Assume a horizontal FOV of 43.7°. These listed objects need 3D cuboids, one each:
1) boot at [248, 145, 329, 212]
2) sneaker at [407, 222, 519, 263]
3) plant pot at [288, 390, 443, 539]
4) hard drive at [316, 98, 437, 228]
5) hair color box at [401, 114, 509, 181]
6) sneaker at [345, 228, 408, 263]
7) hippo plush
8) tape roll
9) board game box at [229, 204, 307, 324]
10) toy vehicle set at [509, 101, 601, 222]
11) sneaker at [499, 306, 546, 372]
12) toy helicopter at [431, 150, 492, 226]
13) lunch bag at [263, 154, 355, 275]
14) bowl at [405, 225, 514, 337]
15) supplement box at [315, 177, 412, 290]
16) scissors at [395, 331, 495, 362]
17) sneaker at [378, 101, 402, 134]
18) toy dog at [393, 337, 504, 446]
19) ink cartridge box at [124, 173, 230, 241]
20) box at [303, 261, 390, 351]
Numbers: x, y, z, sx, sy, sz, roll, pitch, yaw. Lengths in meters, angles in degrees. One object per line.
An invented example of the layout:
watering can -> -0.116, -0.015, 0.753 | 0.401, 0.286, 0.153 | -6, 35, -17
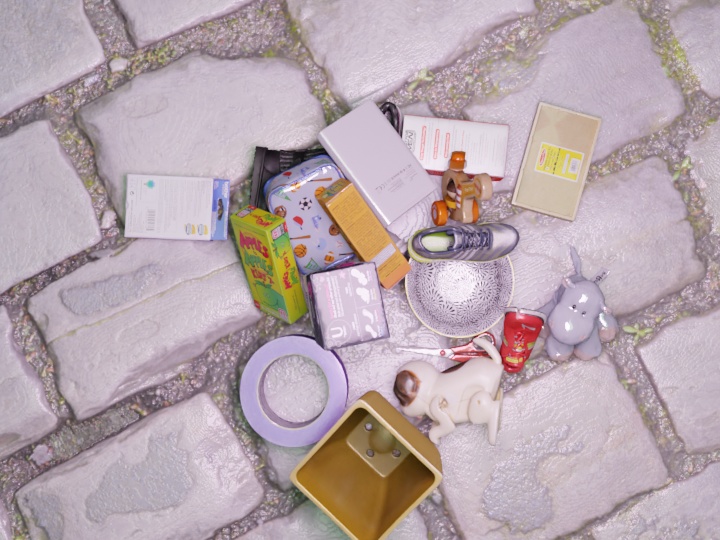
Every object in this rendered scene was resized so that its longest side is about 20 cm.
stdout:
boot -> -0.127, -0.130, 1.676 | 0.156, 0.079, 0.214 | 6, 90, -1
sneaker -> 0.182, -0.047, 1.572 | 0.197, 0.081, 0.075 | -7, 88, 1
plant pot -> 0.025, 0.329, 1.589 | 0.194, 0.200, 0.196 | 43, 104, 2
hard drive -> 0.031, -0.192, 1.591 | 0.131, 0.026, 0.201 | -37, 88, -27
hair color box -> 0.173, -0.229, 1.682 | 0.197, 0.061, 0.103 | 6, 89, 1
sneaker -> 0.000, 0.000, 1.683 | 0.200, 0.075, 0.082 | -41, 72, -6
hippo plush -> 0.407, 0.078, 1.617 | 0.158, 0.161, 0.201 | 33, 89, 2
tape roll -> -0.121, 0.220, 1.662 | 0.197, 0.085, 0.203 | 0, 87, 1
board game box -> -0.163, -0.010, 1.611 | 0.047, 0.101, 0.202 | -36, 131, -32
toy vehicle set -> 0.369, -0.204, 1.694 | 0.123, 0.027, 0.202 | 16, 88, 2
sneaker -> 0.285, 0.128, 1.596 | 0.076, 0.201, 0.086 | 9, 64, 10
toy helicopter -> 0.185, -0.149, 1.568 | 0.078, 0.200, 0.134 | -5, 91, -15
lunch bag -> -0.074, -0.097, 1.616 | 0.159, 0.076, 0.201 | -27, 119, -6
bowl -> 0.179, 0.021, 1.657 | 0.198, 0.094, 0.204 | 0, 89, 1
supplement box -> 0.007, -0.064, 1.574 | 0.069, 0.066, 0.201 | -41, 115, -6
scissors -> 0.167, 0.163, 1.692 | 0.197, 0.014, 0.074 | -8, 90, -1
sneaker -> 0.031, -0.221, 1.671 | 0.079, 0.086, 0.203 | 6, 89, 3
toy dog -> 0.157, 0.221, 1.625 | 0.197, 0.140, 0.196 | 4, 106, 12
ink cartridge box -> -0.344, -0.118, 1.699 | 0.197, 0.042, 0.121 | 2, 88, 4
box -> -0.030, 0.057, 1.529 | 0.113, 0.200, 0.134 | -12, 91, -8
